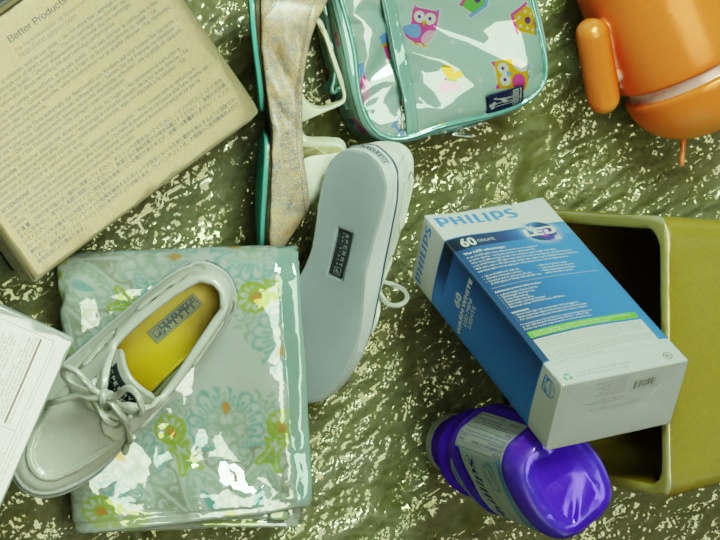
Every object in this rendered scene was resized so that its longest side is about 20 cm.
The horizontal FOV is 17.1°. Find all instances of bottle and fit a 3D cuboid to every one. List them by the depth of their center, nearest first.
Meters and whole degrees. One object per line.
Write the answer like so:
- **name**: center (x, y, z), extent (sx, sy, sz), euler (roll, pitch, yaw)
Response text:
- **bottle**: center (0.104, 0.136, 1.703), extent (0.065, 0.200, 0.084), euler (-38, 106, -14)

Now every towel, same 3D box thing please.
- **towel**: center (-0.122, 0.084, 1.676), extent (0.171, 0.048, 0.201), euler (-3, 95, -6)

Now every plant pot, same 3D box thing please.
- **plant pot**: center (0.245, 0.050, 1.762), extent (0.200, 0.195, 0.195), euler (-4, 95, -29)

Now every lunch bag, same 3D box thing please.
- **lunch bag**: center (0.042, -0.190, 1.723), extent (0.160, 0.077, 0.200), euler (-17, 100, -19)

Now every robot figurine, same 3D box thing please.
- **robot figurine**: center (0.228, -0.182, 1.775), extent (0.200, 0.116, 0.144), euler (63, 34, -13)

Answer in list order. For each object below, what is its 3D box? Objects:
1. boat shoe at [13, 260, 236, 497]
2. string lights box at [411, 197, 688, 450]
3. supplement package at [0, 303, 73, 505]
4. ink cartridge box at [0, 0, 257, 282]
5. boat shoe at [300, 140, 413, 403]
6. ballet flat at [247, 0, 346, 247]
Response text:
- **boat shoe**: center (-0.159, 0.077, 1.601), extent (0.202, 0.086, 0.075), euler (-43, 95, 1)
- **string lights box**: center (0.128, 0.032, 1.660), extent (0.103, 0.200, 0.059), euler (-9, 129, -26)
- **supplement package**: center (-0.319, 0.067, 1.562), extent (0.200, 0.152, 0.151), euler (25, 85, -18)
- **ink cartridge box**: center (-0.198, -0.116, 1.639), extent (0.200, 0.075, 0.165), euler (-37, 104, -14)
- **boat shoe**: center (-0.004, -0.003, 1.721), extent (0.086, 0.074, 0.202), euler (-22, 131, -57)
- **ballet flat**: center (-0.043, -0.104, 1.686), extent (0.067, 0.068, 0.201), euler (-2, 108, -4)
